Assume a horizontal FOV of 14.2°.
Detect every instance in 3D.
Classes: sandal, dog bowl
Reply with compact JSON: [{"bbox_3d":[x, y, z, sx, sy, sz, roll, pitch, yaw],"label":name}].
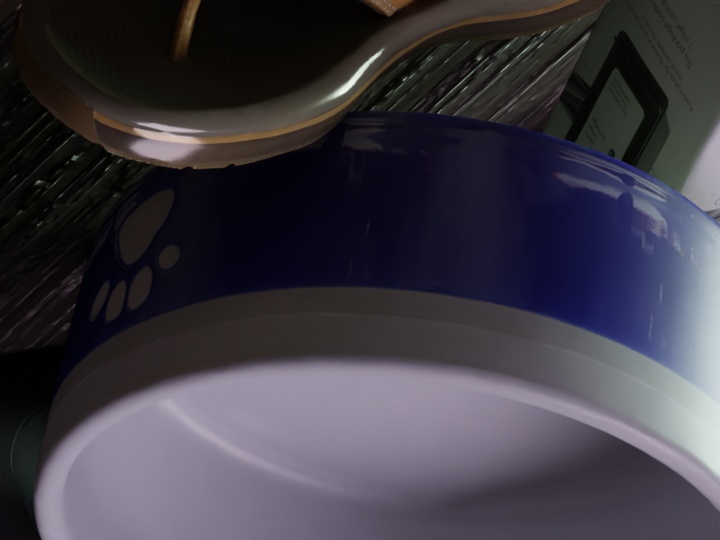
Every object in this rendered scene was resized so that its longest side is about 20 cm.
[{"bbox_3d":[-0.005,-0.083,0.739,0.199,0.080,0.054,-22,139,-35],"label":"sandal"},{"bbox_3d":[0.015,0.046,0.790,0.199,0.079,0.200,6,147,4],"label":"dog bowl"}]

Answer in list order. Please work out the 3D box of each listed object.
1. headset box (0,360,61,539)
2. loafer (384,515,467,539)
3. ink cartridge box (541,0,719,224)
[{"bbox_3d":[-0.073,0.106,0.913,0.199,0.149,0.077,-6,146,-50],"label":"headset box"},{"bbox_3d":[0.058,0.075,0.952,0.200,0.070,0.070,-32,143,-38],"label":"loafer"},{"bbox_3d":[0.117,-0.029,0.845,0.115,0.068,0.201,-3,139,-28],"label":"ink cartridge box"}]
